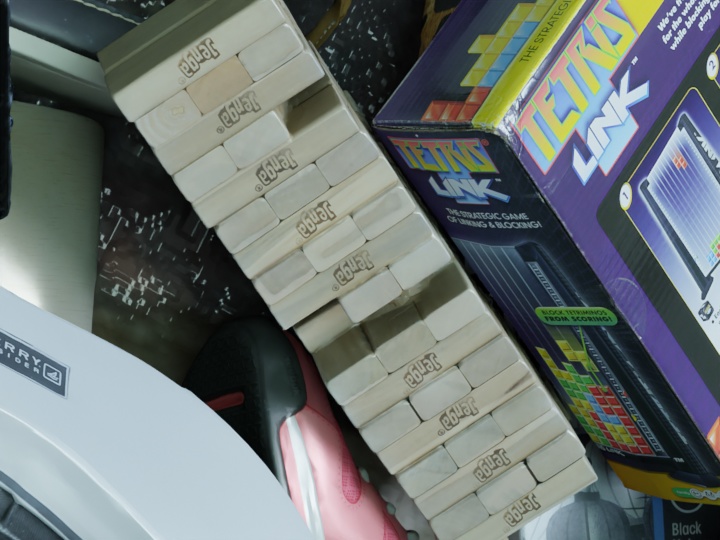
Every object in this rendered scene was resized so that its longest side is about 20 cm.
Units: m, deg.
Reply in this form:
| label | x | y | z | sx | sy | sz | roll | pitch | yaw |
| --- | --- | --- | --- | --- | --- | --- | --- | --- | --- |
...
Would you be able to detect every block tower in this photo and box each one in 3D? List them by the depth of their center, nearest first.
| label | x | y | z | sx | sy | sz | roll | pitch | yaw |
| --- | --- | --- | --- | --- | --- | --- | --- | --- | --- |
| block tower | 0.000 | 0.000 | 0.831 | 0.058 | 0.054 | 0.200 | -32 | 118 | 3 |

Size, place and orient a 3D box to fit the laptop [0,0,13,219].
| label | x | y | z | sx | sy | sz | roll | pitch | yaw |
| --- | --- | --- | --- | --- | --- | --- | --- | --- | --- |
| laptop | -0.184 | -0.117 | 0.747 | 0.176 | 0.104 | 0.201 | -3 | 127 | -10 |

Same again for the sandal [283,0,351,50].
| label | x | y | z | sx | sy | sz | roll | pitch | yaw |
| --- | --- | --- | --- | --- | --- | --- | --- | --- | --- |
| sandal | -0.021 | -0.126 | 0.873 | 0.054 | 0.082 | 0.202 | -5 | 80 | 8 |

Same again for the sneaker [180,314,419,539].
| label | x | y | z | sx | sy | sz | roll | pitch | yaw |
| --- | --- | --- | --- | --- | --- | --- | --- | --- | --- |
| sneaker | -0.002 | 0.107 | 0.884 | 0.086 | 0.074 | 0.202 | -19 | 97 | -37 |

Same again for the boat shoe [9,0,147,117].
| label | x | y | z | sx | sy | sz | roll | pitch | yaw |
| --- | --- | --- | --- | --- | --- | --- | --- | --- | --- |
| boat shoe | -0.124 | -0.098 | 0.836 | 0.199 | 0.073 | 0.063 | 21 | 82 | -15 |

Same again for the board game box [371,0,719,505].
| label | x | y | z | sx | sy | sz | roll | pitch | yaw |
| --- | --- | --- | --- | --- | --- | --- | --- | --- | --- |
| board game box | 0.111 | -0.056 | 0.872 | 0.200 | 0.057 | 0.166 | -53 | 124 | -26 |

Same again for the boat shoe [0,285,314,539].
| label | x | y | z | sx | sy | sz | roll | pitch | yaw |
| --- | --- | --- | --- | --- | --- | --- | --- | --- | --- |
| boat shoe | -0.099 | 0.057 | 0.786 | 0.199 | 0.068 | 0.072 | 33 | 31 | -23 |

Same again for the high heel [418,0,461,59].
| label | x | y | z | sx | sy | sz | roll | pitch | yaw |
| --- | --- | --- | --- | --- | --- | --- | --- | --- | --- |
| high heel | 0.026 | -0.157 | 0.895 | 0.142 | 0.071 | 0.201 | 41 | 56 | -21 |

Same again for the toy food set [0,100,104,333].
| label | x | y | z | sx | sy | sz | roll | pitch | yaw |
| --- | --- | --- | --- | --- | --- | --- | --- | --- | --- |
| toy food set | -0.169 | 0.016 | 0.824 | 0.199 | 0.060 | 0.145 | 9 | 79 | -28 |

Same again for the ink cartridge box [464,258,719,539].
| label | x | y | z | sx | sy | sz | roll | pitch | yaw |
| --- | --- | --- | --- | --- | --- | --- | --- | --- | --- |
| ink cartridge box | 0.085 | 0.003 | 0.932 | 0.099 | 0.039 | 0.202 | -3 | 87 | -22 |
